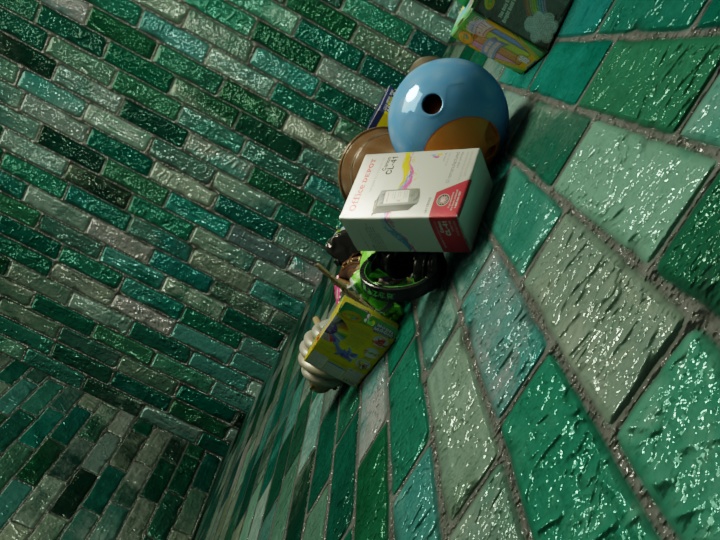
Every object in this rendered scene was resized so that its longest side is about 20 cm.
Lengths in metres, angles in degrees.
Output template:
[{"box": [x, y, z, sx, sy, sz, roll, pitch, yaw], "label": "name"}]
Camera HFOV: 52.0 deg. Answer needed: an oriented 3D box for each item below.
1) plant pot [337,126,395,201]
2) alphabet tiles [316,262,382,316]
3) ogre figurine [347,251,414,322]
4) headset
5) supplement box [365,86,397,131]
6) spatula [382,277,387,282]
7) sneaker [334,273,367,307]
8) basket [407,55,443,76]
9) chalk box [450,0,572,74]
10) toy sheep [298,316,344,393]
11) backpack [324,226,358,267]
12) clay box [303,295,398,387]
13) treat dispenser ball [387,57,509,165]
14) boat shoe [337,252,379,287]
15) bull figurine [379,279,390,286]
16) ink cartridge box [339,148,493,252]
[{"box": [0.079, -0.186, 1.485, 0.201, 0.200, 0.198, -62, 23, 2], "label": "plant pot"}, {"box": [-0.019, 0.046, 1.432, 0.008, 0.167, 0.200, -51, 0, -4], "label": "alphabet tiles"}, {"box": [0.058, -0.013, 1.293, 0.200, 0.120, 0.098, -53, 31, 34], "label": "ogre figurine"}, {"box": [0.083, -0.026, 1.165, 0.200, 0.123, 0.094, -37, -48, -39], "label": "headset"}, {"box": [0.117, -0.297, 1.641, 0.110, 0.200, 0.109, -56, 10, 43], "label": "supplement box"}, {"box": [0.057, -0.037, 1.358, 0.200, 0.056, 0.021, 75, -179, -49], "label": "spatula"}, {"box": [-0.014, 0.103, 1.628, 0.081, 0.088, 0.201, -109, 22, -58], "label": "sneaker"}, {"box": [0.179, -0.386, 1.763, 0.136, 0.180, 0.200, -21, 37, 26], "label": "basket"}, {"box": [0.244, -0.460, 1.300, 0.125, 0.200, 0.124, -63, 7, -8], "label": "chalk box"}, {"box": [-0.065, 0.165, 1.529, 0.138, 0.137, 0.201, -83, 5, -71], "label": "toy sheep"}, {"box": [0.013, -0.064, 1.803, 0.154, 0.163, 0.200, -53, 1, 6], "label": "backpack"}, {"box": [-0.014, 0.125, 1.347, 0.200, 0.115, 0.048, -55, 9, 44], "label": "clay box"}, {"box": [0.146, -0.248, 1.226, 0.201, 0.200, 0.201, -61, 7, 12], "label": "treat dispenser ball"}, {"box": [0.000, 0.000, 1.431, 0.200, 0.070, 0.071, -168, 84, -77], "label": "boat shoe"}, {"box": [0.065, -0.017, 1.536, 0.122, 0.065, 0.200, -60, 8, -7], "label": "bull figurine"}, {"box": [0.087, -0.107, 1.141, 0.086, 0.199, 0.148, 60, -139, -45], "label": "ink cartridge box"}]
